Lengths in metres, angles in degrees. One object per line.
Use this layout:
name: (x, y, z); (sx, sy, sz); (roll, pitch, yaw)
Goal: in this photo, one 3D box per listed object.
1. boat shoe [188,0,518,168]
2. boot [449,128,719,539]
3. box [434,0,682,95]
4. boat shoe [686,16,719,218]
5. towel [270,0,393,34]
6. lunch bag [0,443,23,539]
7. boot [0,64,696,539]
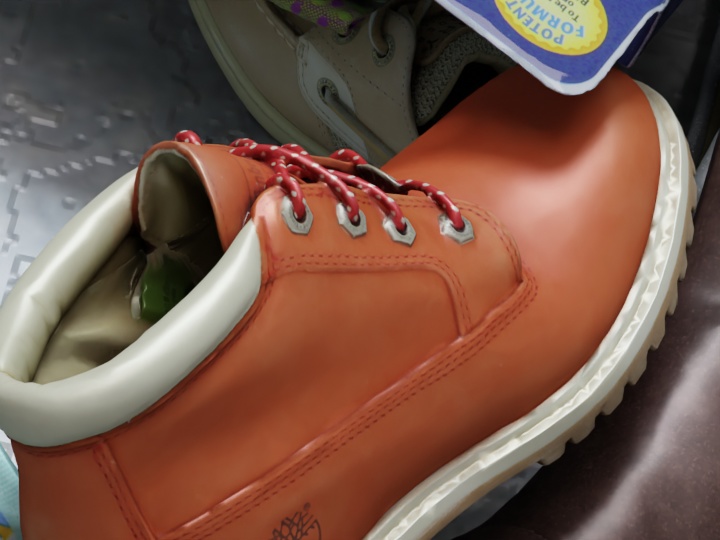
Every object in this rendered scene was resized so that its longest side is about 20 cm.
boat shoe: (0.023, -0.048, 0.775); (0.072, 0.065, 0.200); (-26, 64, -26)
boot: (0.068, 0.041, 0.693); (0.199, 0.072, 0.167); (17, 75, -17)
box: (0.054, -0.132, 0.689); (0.121, 0.032, 0.200); (38, 61, 6)
boat shoe: (0.124, -0.086, 0.814); (0.065, 0.074, 0.203); (21, 59, -17)
towel: (-0.022, -0.131, 0.804); (0.143, 0.023, 0.200); (26, 31, 11)
lunch bag: (-0.192, 0.035, 0.640); (0.170, 0.122, 0.200); (-28, 71, -26)
boot: (0.000, 0.000, 0.617); (0.075, 0.108, 0.200); (13, 47, 39)
